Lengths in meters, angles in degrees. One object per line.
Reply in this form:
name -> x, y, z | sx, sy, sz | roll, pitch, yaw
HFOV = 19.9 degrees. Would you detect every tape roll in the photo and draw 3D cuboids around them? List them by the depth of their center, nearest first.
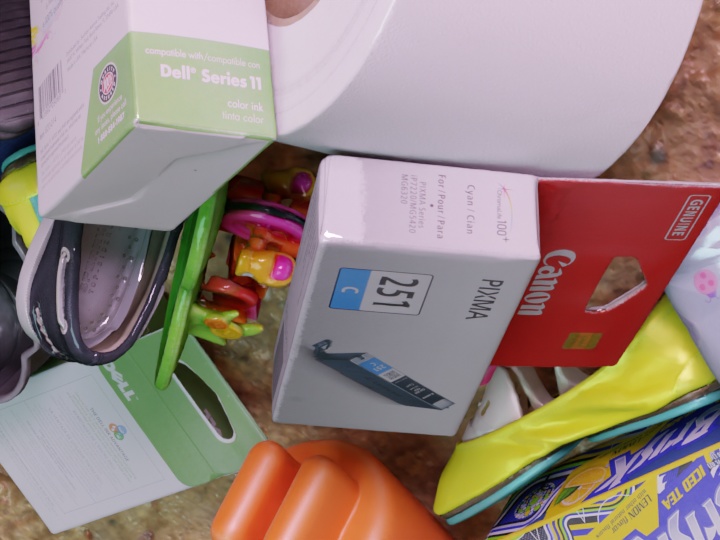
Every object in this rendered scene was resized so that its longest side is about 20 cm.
tape roll -> 0.036, -0.141, 0.874 | 0.138, 0.204, 0.203 | 12, 138, -28

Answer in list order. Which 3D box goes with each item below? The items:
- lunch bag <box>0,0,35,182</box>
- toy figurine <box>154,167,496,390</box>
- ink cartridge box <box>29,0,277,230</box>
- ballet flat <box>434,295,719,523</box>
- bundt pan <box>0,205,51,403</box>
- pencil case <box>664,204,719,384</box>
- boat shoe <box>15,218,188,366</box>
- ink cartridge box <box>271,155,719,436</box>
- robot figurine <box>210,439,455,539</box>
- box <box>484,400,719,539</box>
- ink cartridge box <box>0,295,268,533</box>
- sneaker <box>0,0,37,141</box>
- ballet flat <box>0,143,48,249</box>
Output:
lunch bag -> -0.166, -0.149, 1.053 | 0.136, 0.132, 0.201 | 46, 132, 19
toy figurine -> 0.000, 0.000, 1.050 | 0.183, 0.151, 0.200 | 12, 163, -6
ink cartridge box -> -0.094, -0.132, 0.883 | 0.067, 0.202, 0.117 | 4, 160, -28
ballet flat -> 0.108, 0.069, 1.092 | 0.199, 0.067, 0.067 | -30, 88, 35
bundt pan -> -0.240, -0.018, 1.202 | 0.201, 0.076, 0.203 | 17, 122, 30
pencil case -> 0.214, 0.047, 0.983 | 0.083, 0.091, 0.201 | -29, 92, 32
boat shoe -> -0.105, -0.052, 0.974 | 0.060, 0.075, 0.202 | 19, 97, 57
ink cartridge box -> 0.056, 0.019, 0.925 | 0.175, 0.045, 0.200 | 4, 154, -7
robot figurine -> -0.006, 0.172, 1.172 | 0.143, 0.117, 0.200 | -25, 137, 16
box -> 0.164, 0.125, 1.103 | 0.199, 0.064, 0.070 | -31, 104, 38
ink cartridge box -> -0.136, 0.082, 1.238 | 0.199, 0.059, 0.104 | -21, 109, 37
sneaker -> -0.211, -0.108, 0.970 | 0.200, 0.074, 0.089 | 46, 133, 32
ballet flat -> -0.136, -0.017, 1.089 | 0.066, 0.200, 0.067 | -26, 78, 8
